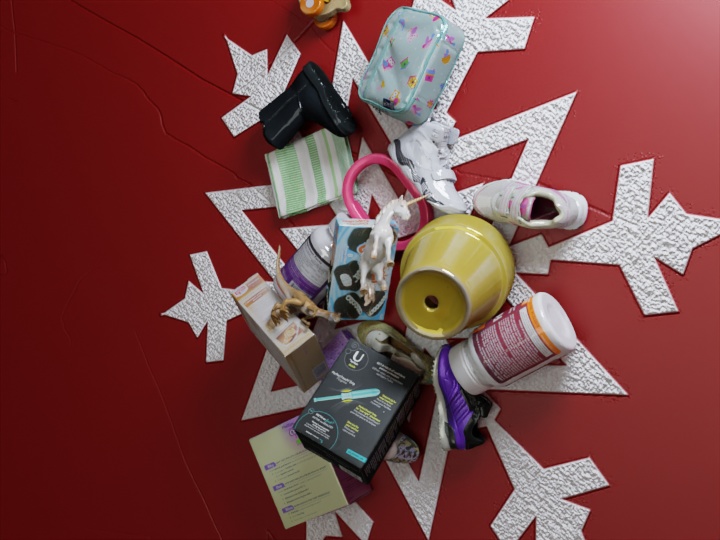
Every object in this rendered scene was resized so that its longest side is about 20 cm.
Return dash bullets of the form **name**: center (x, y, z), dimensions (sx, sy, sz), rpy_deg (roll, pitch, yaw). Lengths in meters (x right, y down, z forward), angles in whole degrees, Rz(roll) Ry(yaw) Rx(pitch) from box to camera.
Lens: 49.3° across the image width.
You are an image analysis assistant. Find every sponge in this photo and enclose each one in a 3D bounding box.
- **sponge**: center (-0.013, 0.230, 1.580), dimensions (0.112, 0.030, 0.200), rpy_deg (-44, 72, 26)

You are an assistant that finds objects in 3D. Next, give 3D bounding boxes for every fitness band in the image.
- **fitness band**: center (0.052, -0.129, 1.500), dimensions (0.144, 0.037, 0.200), rpy_deg (-41, 80, 24)

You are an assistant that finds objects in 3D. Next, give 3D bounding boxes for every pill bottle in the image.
- **pill bottle**: center (0.260, 0.131, 1.359), dimensions (0.200, 0.114, 0.114), rpy_deg (-34, 77, 28)
- **pill bottle**: center (-0.074, -0.017, 1.550), dimensions (0.200, 0.111, 0.111), rpy_deg (-47, 71, 25)

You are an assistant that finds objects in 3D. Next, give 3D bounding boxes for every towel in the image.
- **towel**: center (-0.102, -0.200, 1.604), dimensions (0.200, 0.023, 0.153), rpy_deg (-16, 85, 31)

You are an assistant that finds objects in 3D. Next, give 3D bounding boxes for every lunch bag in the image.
- **lunch bag**: center (0.084, -0.370, 1.423), dimensions (0.160, 0.077, 0.200), rpy_deg (33, 100, 41)

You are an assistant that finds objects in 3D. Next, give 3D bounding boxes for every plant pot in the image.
- **plant pot**: center (0.149, 0.023, 1.346), dimensions (0.200, 0.189, 0.201), rpy_deg (8, 112, 21)

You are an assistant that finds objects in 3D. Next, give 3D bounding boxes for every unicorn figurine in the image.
- **unicorn figurine**: center (0.038, -0.042, 1.389), dimensions (0.074, 0.137, 0.200), rpy_deg (26, 127, -19)

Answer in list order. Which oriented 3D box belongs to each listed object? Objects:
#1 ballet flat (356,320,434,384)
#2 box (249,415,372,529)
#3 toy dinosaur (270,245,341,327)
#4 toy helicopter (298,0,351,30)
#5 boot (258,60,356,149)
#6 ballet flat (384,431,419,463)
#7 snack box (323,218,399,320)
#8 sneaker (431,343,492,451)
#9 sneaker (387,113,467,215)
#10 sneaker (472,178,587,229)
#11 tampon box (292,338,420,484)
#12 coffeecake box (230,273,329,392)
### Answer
- **ballet flat**: center (0.063, 0.156, 1.507), dimensions (0.200, 0.071, 0.071), rpy_deg (32, 109, 25)
- **box**: center (-0.103, 0.398, 1.609), dimensions (0.176, 0.097, 0.200), rpy_deg (-30, 79, 29)
- **toy dinosaur**: center (-0.126, 0.054, 1.488), dimensions (0.200, 0.106, 0.060), rpy_deg (40, 140, 17)
- **toy helicopter**: center (-0.032, -0.566, 1.518), dimensions (0.200, 0.079, 0.132), rpy_deg (-19, 75, 20)
- **boot**: center (-0.110, -0.295, 1.562), dimensions (0.168, 0.076, 0.200), rpy_deg (-42, 60, 23)
- **ballet flat**: center (0.015, 0.325, 1.516), dimensions (0.200, 0.072, 0.072), rpy_deg (25, 107, 16)
- **snack box**: center (0.000, 0.000, 1.483), dimensions (0.037, 0.116, 0.200), rpy_deg (-115, 29, -60)
- **sneaker**: center (0.192, 0.232, 1.440), dimensions (0.099, 0.070, 0.200), rpy_deg (-5, 95, 24)
- **sneaker**: center (0.144, -0.197, 1.425), dimensions (0.200, 0.075, 0.115), rpy_deg (51, 118, 21)
- **sneaker**: center (0.280, -0.115, 1.342), dimensions (0.200, 0.088, 0.081), rpy_deg (8, 98, 31)
- **tampon box**: center (-0.002, 0.259, 1.444), dimensions (0.150, 0.126, 0.200), rpy_deg (27, 68, 18)
- **coffeecake box**: center (-0.159, 0.124, 1.565), dimensions (0.073, 0.154, 0.200), rpy_deg (-37, 56, -14)
